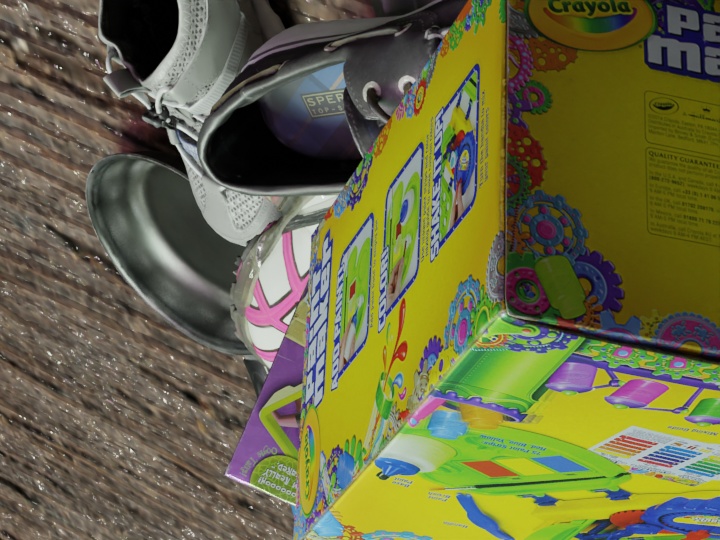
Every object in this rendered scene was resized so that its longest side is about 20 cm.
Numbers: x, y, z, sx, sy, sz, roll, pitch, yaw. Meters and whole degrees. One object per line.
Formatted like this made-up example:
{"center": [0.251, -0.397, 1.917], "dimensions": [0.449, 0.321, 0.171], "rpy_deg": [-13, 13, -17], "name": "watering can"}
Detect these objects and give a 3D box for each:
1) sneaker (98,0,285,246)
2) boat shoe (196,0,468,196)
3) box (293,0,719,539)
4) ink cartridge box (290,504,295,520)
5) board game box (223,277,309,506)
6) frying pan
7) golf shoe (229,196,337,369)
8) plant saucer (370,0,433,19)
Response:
{"center": [-0.073, -0.085, 1.020], "dimensions": [0.075, 0.082, 0.200], "rpy_deg": [21, 140, 36], "name": "sneaker"}
{"center": [0.016, -0.057, 0.859], "dimensions": [0.200, 0.066, 0.070], "rpy_deg": [-1, 125, 47], "name": "boat shoe"}
{"center": [0.102, 0.018, 0.793], "dimensions": [0.200, 0.122, 0.193], "rpy_deg": [11, 151, -16], "name": "box"}
{"center": [0.075, 0.128, 1.035], "dimensions": [0.200, 0.084, 0.146], "rpy_deg": [36, 164, 15], "name": "ink cartridge box"}
{"center": [0.064, 0.061, 0.935], "dimensions": [0.200, 0.120, 0.032], "rpy_deg": [24, 179, 2], "name": "board game box"}
{"center": [-0.050, 0.017, 1.154], "dimensions": [0.190, 0.031, 0.115], "rpy_deg": [46, 149, -4], "name": "frying pan"}
{"center": [0.000, 0.000, 1.026], "dimensions": [0.092, 0.073, 0.200], "rpy_deg": [39, 152, 18], "name": "golf shoe"}
{"center": [0.062, -0.090, 0.883], "dimensions": [0.200, 0.050, 0.200], "rpy_deg": [30, 145, 25], "name": "plant saucer"}
